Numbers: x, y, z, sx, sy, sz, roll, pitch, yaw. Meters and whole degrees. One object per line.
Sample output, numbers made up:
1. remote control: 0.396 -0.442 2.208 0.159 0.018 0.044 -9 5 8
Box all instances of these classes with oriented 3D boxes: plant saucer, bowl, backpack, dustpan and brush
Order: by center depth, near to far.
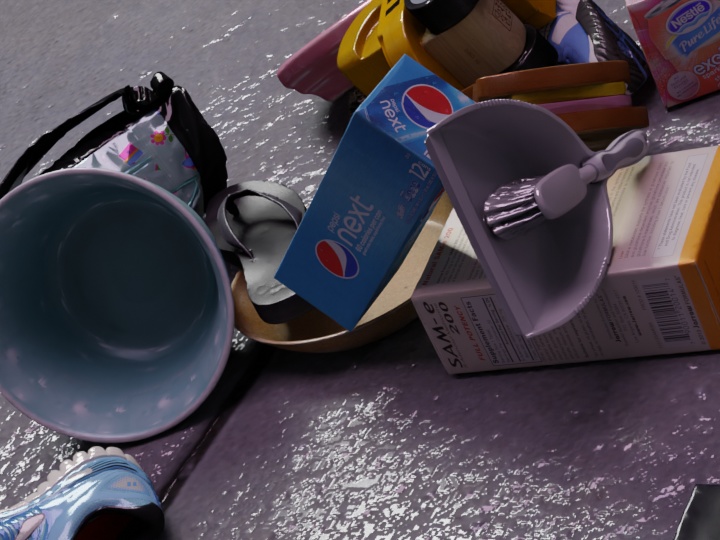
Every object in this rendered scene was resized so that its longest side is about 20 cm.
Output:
1. dustpan and brush: 0.126 -0.053 1.188 0.057 0.140 0.200 -24 4 29
2. bowl: -0.177 0.013 1.404 0.200 0.201 0.105 -19 11 15
3. plant saucer: 0.000 0.000 1.408 0.200 0.035 0.200 -21 31 13
4. backpack: -0.204 -0.046 1.533 0.200 0.127 0.167 -37 -10 -15
5. plant saucer: 0.023 -0.204 1.638 0.200 0.051 0.201 -34 3 2

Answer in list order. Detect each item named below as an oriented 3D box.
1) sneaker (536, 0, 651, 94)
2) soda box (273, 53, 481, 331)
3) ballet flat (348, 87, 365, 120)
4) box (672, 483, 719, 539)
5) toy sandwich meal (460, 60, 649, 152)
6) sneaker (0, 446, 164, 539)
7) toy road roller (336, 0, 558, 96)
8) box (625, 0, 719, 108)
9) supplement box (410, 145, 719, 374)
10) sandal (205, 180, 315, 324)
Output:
1. sneaker: 0.168 -0.176 1.532 0.077 0.076 0.200 -45 26 10
2. soda box: 0.010 -0.046 1.252 0.064 0.068 0.200 -52 -5 -36
3. ballet flat: 0.058 -0.128 1.552 0.067 0.046 0.200 -43 33 -24
4. box: 0.231 0.190 0.751 0.196 0.200 0.118 -4 37 35
5. toy sandwich meal: 0.110 -0.108 1.375 0.205 0.070 0.205 -4 6 0
6. sneaker: -0.212 0.191 1.240 0.200 0.078 0.090 -37 34 -16
7. toy road roller: 0.062 -0.204 1.503 0.146 0.123 0.200 -29 36 33
8. box: 0.258 -0.224 1.492 0.102 0.095 0.200 -18 31 14
9. supplement box: 0.148 -0.006 1.257 0.200 0.074 0.126 -7 37 31
10. sandal: -0.069 -0.028 1.428 0.076 0.043 0.200 -31 29 -5
